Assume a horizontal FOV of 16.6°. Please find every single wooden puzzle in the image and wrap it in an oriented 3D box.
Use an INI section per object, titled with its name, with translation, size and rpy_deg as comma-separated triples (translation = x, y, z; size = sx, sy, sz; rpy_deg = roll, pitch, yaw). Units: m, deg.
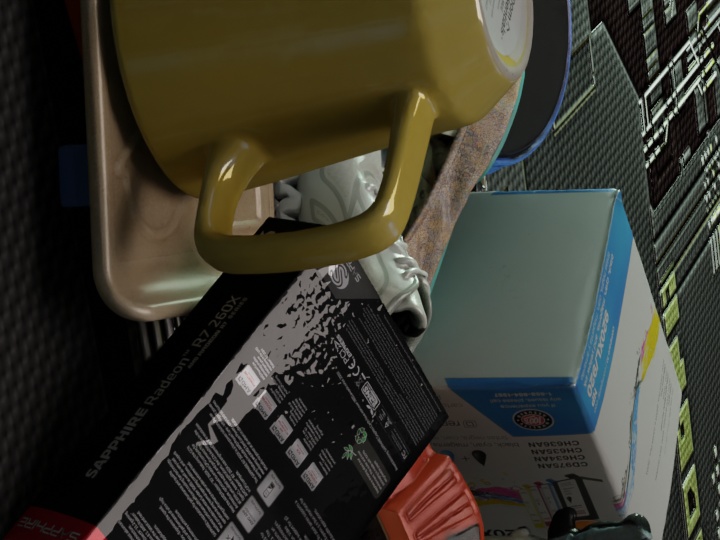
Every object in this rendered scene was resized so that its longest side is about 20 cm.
[wooden puzzle]
translation = -0.091, -0.081, 1.125
size = 0.185, 0.046, 0.202
rpy_deg = -9, 93, -69

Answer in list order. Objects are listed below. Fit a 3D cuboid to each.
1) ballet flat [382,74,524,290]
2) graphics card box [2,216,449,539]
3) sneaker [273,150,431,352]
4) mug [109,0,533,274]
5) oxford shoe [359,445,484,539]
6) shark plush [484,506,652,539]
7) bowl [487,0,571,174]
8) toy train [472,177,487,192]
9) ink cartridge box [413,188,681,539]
[ballet flat]
translation = 0.031, -0.054, 1.360
size = 0.067, 0.068, 0.201
rpy_deg = 32, 72, -33
[graphics card box]
translation = -0.054, 0.089, 1.078
size = 0.200, 0.051, 0.126
rpy_deg = -51, 128, -26
[sneaker]
translation = 0.000, 0.000, 1.234
size = 0.075, 0.080, 0.202
rpy_deg = 39, 48, -51
[mug]
translation = -0.007, -0.096, 1.072
size = 0.149, 0.152, 0.188
rpy_deg = -4, 88, -70
[oxford shoe]
translation = -0.008, 0.082, 1.316
size = 0.071, 0.072, 0.201
rpy_deg = -33, 106, -39
[shark plush]
translation = 0.080, 0.189, 1.378
size = 0.084, 0.199, 0.091
rpy_deg = 55, 11, 3
[bowl]
translation = 0.065, -0.155, 1.476
size = 0.200, 0.039, 0.203
rpy_deg = 5, 83, -55
[toy train]
translation = 0.063, -0.060, 1.542
size = 0.046, 0.034, 0.202
rpy_deg = -33, 119, -80
[ink cartridge box]
translation = 0.093, 0.072, 1.449
size = 0.201, 0.146, 0.145
rpy_deg = 65, 32, -46
